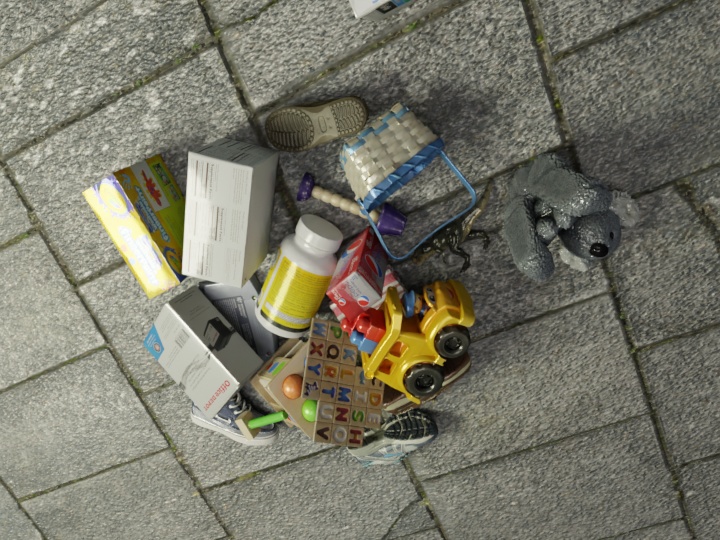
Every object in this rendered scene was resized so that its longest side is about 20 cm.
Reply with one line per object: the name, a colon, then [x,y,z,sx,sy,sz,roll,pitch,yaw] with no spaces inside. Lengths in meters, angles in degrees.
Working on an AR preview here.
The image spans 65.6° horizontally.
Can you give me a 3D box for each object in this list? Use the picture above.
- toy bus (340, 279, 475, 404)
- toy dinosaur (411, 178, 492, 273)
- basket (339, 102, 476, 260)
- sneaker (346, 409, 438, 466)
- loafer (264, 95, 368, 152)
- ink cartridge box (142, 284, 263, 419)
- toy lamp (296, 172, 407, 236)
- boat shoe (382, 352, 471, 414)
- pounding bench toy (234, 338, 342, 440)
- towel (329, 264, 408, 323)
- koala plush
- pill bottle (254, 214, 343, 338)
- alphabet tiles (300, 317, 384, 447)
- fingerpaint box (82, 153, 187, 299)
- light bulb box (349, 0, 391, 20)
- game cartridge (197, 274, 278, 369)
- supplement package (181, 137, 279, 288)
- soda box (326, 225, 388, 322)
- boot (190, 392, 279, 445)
toy bus: [0.071,0.094,0.944,0.188,0.137,0.203,24,116,-17]
toy dinosaur: [0.178,-0.057,0.981,0.199,0.048,0.088,-43,94,16]
basket: [0.071,-0.145,0.897,0.174,0.139,0.203,-33,84,-9]
sneaker: [0.071,0.349,1.141,0.195,0.079,0.088,-17,120,21]
loafer: [-0.069,-0.244,0.932,0.194,0.067,0.079,-1,108,25]
ink cartridge box: [-0.300,0.157,1.063,0.200,0.084,0.145,47,126,3]
toy lamp: [-0.013,-0.112,0.977,0.195,0.058,0.060,21,112,-2]
boat shoe: [0.129,0.218,1.085,0.198,0.076,0.075,-27,129,15]
pounding bench toy: [-0.130,0.235,1.021,0.200,0.155,0.125,-45,103,-21]
towel: [0.049,0.098,1.054,0.144,0.030,0.202,-30,110,19]
koala plush: [0.347,-0.082,0.906,0.195,0.186,0.180,18,123,-23]
pill bottle: [-0.107,0.009,1.005,0.110,0.113,0.204,26,113,-3]
alphabet tiles: [-0.027,0.200,0.985,0.163,0.007,0.207,15,74,-28]
fingerpaint box: [-0.360,-0.081,0.976,0.072,0.168,0.204,-23,107,15]
light bulb box: [0.020,-0.466,0.763,0.122,0.199,0.204,-21,106,16]
game cartridge: [-0.233,0.109,1.101,0.129,0.041,0.206,-6,110,13]
supplement package: [-0.218,-0.103,0.954,0.107,0.156,0.206,13,112,3]
soda box: [0.000,0.000,0.940,0.069,0.201,0.064,-36,104,19]
boot: [-0.258,0.289,1.151,0.194,0.073,0.093,14,118,3]
